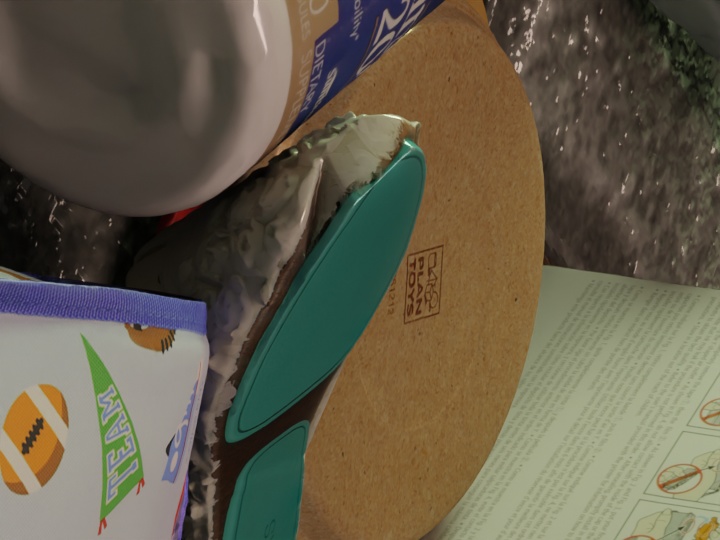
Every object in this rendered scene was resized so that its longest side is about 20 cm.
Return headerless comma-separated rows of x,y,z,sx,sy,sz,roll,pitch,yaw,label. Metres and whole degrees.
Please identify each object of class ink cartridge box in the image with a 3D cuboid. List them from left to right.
0.097,0.079,0.943,0.200,0.173,0.044,-51,138,-42,ink cartridge box

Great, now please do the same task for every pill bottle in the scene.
-0.023,-0.106,0.738,0.200,0.111,0.111,-45,135,-47,pill bottle

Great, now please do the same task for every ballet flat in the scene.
-0.040,0.028,0.741,0.072,0.072,0.201,-45,161,-46,ballet flat

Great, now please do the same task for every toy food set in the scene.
0.000,0.000,0.876,0.198,0.048,0.201,-39,132,-50,toy food set

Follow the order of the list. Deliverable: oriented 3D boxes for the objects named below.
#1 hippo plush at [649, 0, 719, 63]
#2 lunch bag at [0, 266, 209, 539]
0.220,-0.135,1.104,0.161,0.159,0.200,-64,147,-15,hippo plush
-0.116,0.077,0.617,0.200,0.123,0.171,7,91,-54,lunch bag
